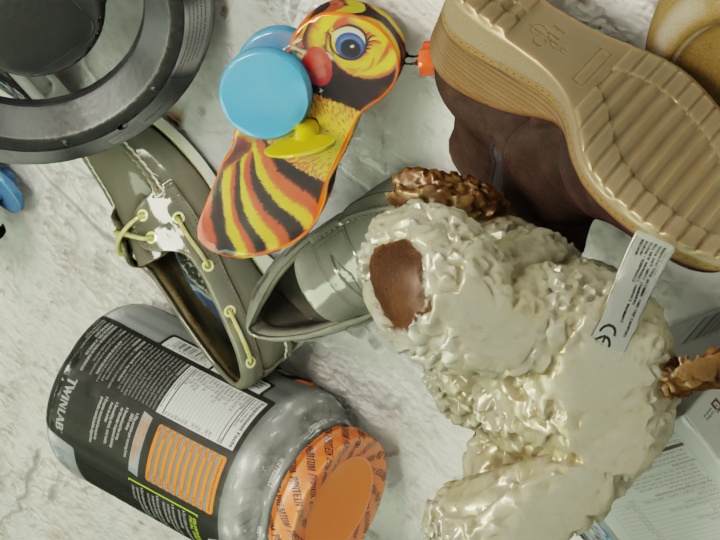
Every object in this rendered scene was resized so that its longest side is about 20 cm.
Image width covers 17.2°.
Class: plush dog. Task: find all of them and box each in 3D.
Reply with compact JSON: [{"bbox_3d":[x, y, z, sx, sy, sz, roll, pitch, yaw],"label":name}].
[{"bbox_3d":[0.080,0.034,1.102,0.172,0.160,0.200,-129,23,-67],"label":"plush dog"}]

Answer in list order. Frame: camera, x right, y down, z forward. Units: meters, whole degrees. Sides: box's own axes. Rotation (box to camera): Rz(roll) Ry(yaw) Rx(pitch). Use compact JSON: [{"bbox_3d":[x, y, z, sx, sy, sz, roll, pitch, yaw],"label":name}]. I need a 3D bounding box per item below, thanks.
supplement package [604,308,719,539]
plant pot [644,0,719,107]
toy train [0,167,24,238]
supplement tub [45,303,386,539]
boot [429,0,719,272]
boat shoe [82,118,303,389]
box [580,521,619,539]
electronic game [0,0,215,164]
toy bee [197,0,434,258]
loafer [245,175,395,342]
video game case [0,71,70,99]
[{"bbox_3d":[0.214,0.125,1.181,0.200,0.110,0.114,52,148,-9],"label":"supplement package"},{"bbox_3d":[0.206,-0.056,1.067,0.200,0.027,0.200,31,145,24],"label":"plant pot"},{"bbox_3d":[-0.299,-0.080,1.548,0.114,0.087,0.200,25,153,36],"label":"toy train"},{"bbox_3d":[-0.090,0.110,1.504,0.200,0.123,0.123,26,143,30],"label":"supplement tub"},{"bbox_3d":[0.111,-0.046,1.130,0.200,0.072,0.166,46,165,22],"label":"boot"},{"bbox_3d":[-0.111,-0.019,1.440,0.202,0.060,0.072,52,147,-10],"label":"boat shoe"},{"bbox_3d":[0.141,0.133,1.292,0.200,0.040,0.137,48,174,-5],"label":"box"},{"bbox_3d":[-0.178,-0.143,1.292,0.042,0.200,0.200,-102,-4,-53],"label":"electronic game"},{"bbox_3d":[-0.017,-0.093,1.209,0.109,0.131,0.200,14,131,4],"label":"toy bee"},{"bbox_3d":[0.000,0.000,1.325,0.070,0.070,0.200,49,148,-6],"label":"loafer"},{"bbox_3d":[-0.273,-0.170,1.425,0.200,0.023,0.182,32,171,21],"label":"video game case"}]
